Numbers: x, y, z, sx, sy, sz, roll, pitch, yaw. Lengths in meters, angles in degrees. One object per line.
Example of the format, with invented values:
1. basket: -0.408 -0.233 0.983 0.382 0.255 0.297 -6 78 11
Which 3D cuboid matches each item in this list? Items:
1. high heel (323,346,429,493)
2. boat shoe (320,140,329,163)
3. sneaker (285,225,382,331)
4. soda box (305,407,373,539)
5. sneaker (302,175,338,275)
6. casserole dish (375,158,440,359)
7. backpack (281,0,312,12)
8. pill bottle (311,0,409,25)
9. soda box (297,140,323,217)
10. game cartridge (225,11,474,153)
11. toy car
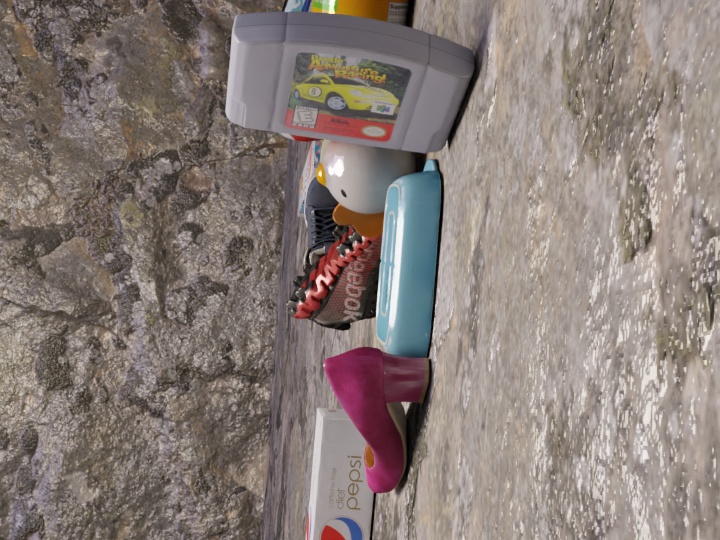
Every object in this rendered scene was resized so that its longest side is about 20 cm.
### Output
1. high heel: 0.001 0.146 1.072 0.201 0.095 0.068 104 168 -51
2. boat shoe: -0.007 -0.199 1.439 0.063 0.070 0.202 -91 11 -56
3. sneaker: 0.000 0.000 1.282 0.201 0.097 0.071 -49 17 38
4. soda box: -0.023 0.261 1.290 0.064 0.067 0.202 -159 74 -82
5. sneaker: -0.040 -0.047 1.518 0.146 0.076 0.205 77 -174 -77
6. casserole dish: 0.043 -0.005 1.071 0.121 0.038 0.203 -153 67 -83
7. backpack: -0.048 -0.302 1.486 0.163 0.152 0.202 53 -144 -66
8. pill bottle: -0.002 -0.286 1.295 0.111 0.110 0.202 -110 25 -72
9. soda box: -0.051 -0.142 1.739 0.200 0.068 0.064 117 157 -68
10. game cartridge: -0.011 -0.157 0.951 0.134 0.198 0.041 106 169 -58
11. toy car: -0.012 -0.125 1.137 0.184 0.175 0.202 -142 44 -67
